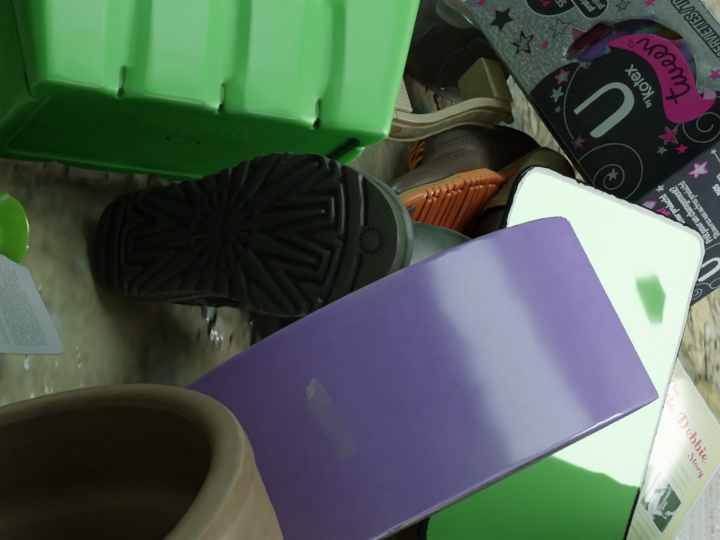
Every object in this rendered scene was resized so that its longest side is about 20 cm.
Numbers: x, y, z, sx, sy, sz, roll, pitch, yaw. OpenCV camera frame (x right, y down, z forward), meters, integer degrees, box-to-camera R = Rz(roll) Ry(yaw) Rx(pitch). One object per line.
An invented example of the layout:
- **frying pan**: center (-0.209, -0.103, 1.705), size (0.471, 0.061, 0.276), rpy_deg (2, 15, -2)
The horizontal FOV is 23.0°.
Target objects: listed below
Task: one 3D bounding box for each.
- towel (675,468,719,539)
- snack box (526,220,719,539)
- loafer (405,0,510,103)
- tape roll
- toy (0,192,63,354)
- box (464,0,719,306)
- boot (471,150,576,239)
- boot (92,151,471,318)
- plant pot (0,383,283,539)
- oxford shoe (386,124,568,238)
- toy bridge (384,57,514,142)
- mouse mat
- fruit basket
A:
- **towel**: center (0.209, 0.147, 1.124), size (0.133, 0.034, 0.200), rpy_deg (46, 31, -21)
- **snack box**: center (0.124, 0.078, 0.954), size (0.116, 0.037, 0.200), rpy_deg (-53, 128, -20)
- **loafer**: center (0.022, -0.171, 1.109), size (0.200, 0.072, 0.063), rpy_deg (35, 20, -47)
- **tape roll**: center (0.016, 0.060, 0.732), size (0.200, 0.200, 0.085), rpy_deg (-10, 71, -60)
- **toy**: center (-0.197, -0.017, 0.627), size (0.200, 0.047, 0.115), rpy_deg (7, 54, -60)
- **box**: center (0.168, -0.101, 1.053), size (0.132, 0.115, 0.200), rpy_deg (42, 13, -50)
- **boot**: center (0.102, 0.050, 1.027), size (0.167, 0.072, 0.200), rpy_deg (-63, 142, -34)
- **boot**: center (0.001, -0.002, 0.814), size (0.200, 0.181, 0.073), rpy_deg (17, 81, -49)
- **plant pot**: center (-0.099, 0.155, 0.506), size (0.200, 0.199, 0.175), rpy_deg (-52, 127, -60)
- **oxford shoe**: center (0.048, -0.049, 1.043), size (0.073, 0.071, 0.200), rpy_deg (38, 25, 19)
- **toy bridge**: center (0.010, -0.106, 0.999), size (0.199, 0.027, 0.067), rpy_deg (11, 50, -34)
- **mouse mat**: center (0.107, 0.058, 0.904), size (0.161, 0.008, 0.201), rpy_deg (18, 86, -43)
- **fruit basket**: center (-0.084, -0.145, 0.790), size (0.215, 0.155, 0.217), rpy_deg (9, 70, -26)
